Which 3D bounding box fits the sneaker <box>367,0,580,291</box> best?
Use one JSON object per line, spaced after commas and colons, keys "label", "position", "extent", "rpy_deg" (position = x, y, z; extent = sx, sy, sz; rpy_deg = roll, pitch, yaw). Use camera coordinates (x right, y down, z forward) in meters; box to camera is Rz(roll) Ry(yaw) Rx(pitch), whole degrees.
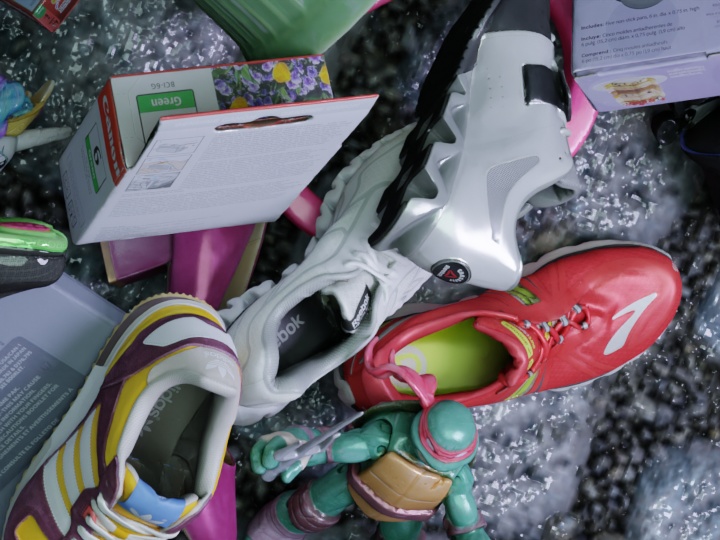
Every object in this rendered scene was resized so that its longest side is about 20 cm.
{"label": "sneaker", "position": [0.075, -0.075, 1.358], "extent": [0.088, 0.074, 0.201], "rpy_deg": [27, 63, -11]}

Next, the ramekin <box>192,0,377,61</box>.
{"label": "ramekin", "position": [-0.022, -0.202, 1.320], "extent": [0.098, 0.200, 0.200], "rpy_deg": [38, 86, -15]}

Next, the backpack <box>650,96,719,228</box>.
{"label": "backpack", "position": [0.291, -0.073, 1.407], "extent": [0.190, 0.200, 0.154], "rpy_deg": [-41, 121, -15]}

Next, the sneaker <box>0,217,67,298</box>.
{"label": "sneaker", "position": [-0.221, 0.033, 1.245], "extent": [0.199, 0.077, 0.084], "rpy_deg": [-25, 92, 9]}

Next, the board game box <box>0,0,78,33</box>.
{"label": "board game box", "position": [-0.124, -0.218, 1.354], "extent": [0.200, 0.103, 0.019], "rpy_deg": [-53, 131, -4]}

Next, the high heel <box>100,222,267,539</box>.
{"label": "high heel", "position": [-0.069, 0.050, 1.395], "extent": [0.096, 0.067, 0.201], "rpy_deg": [-15, 83, 4]}

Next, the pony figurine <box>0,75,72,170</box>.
{"label": "pony figurine", "position": [-0.261, -0.034, 1.322], "extent": [0.193, 0.167, 0.201], "rpy_deg": [23, 99, -26]}

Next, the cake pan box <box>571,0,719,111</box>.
{"label": "cake pan box", "position": [0.207, -0.183, 1.365], "extent": [0.199, 0.052, 0.185], "rpy_deg": [-9, 65, 19]}

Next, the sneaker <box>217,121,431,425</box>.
{"label": "sneaker", "position": [0.000, 0.000, 1.360], "extent": [0.075, 0.081, 0.200], "rpy_deg": [45, 71, -12]}

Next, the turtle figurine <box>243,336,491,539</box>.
{"label": "turtle figurine", "position": [0.016, 0.116, 1.353], "extent": [0.149, 0.200, 0.101], "rpy_deg": [36, 58, -2]}

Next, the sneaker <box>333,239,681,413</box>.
{"label": "sneaker", "position": [0.085, 0.040, 1.418], "extent": [0.199, 0.085, 0.077], "rpy_deg": [-19, 98, -10]}

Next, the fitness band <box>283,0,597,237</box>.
{"label": "fitness band", "position": [0.035, -0.094, 1.425], "extent": [0.199, 0.037, 0.144], "rpy_deg": [-26, 98, -8]}

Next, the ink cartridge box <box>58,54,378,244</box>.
{"label": "ink cartridge box", "position": [-0.072, -0.066, 1.275], "extent": [0.109, 0.200, 0.051], "rpy_deg": [-7, 76, -19]}

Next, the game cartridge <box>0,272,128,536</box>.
{"label": "game cartridge", "position": [-0.204, 0.076, 1.331], "extent": [0.200, 0.041, 0.133], "rpy_deg": [-43, 137, 11]}

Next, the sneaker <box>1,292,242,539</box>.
{"label": "sneaker", "position": [-0.119, 0.111, 1.300], "extent": [0.075, 0.090, 0.201], "rpy_deg": [17, 110, -22]}
